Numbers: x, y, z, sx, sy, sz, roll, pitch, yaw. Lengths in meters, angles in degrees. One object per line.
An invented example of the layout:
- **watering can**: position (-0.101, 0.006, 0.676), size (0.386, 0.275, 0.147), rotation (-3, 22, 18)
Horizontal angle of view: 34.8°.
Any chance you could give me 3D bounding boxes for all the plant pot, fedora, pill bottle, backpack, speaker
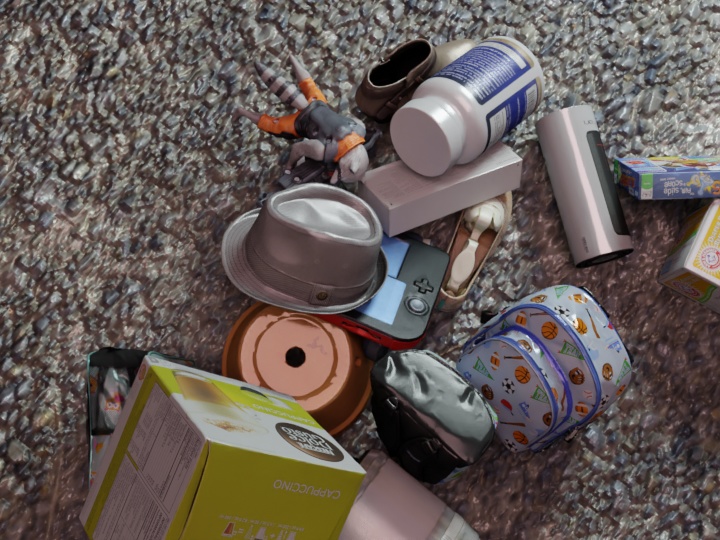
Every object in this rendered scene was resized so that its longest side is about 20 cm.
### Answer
- **plant pot**: position (-0.079, 0.114, 1.415), size (0.198, 0.140, 0.202), rotation (0, 79, 0)
- **fedora**: position (-0.054, -0.039, 1.322), size (0.198, 0.091, 0.178), rotation (13, 42, -10)
- **pill bottle**: position (0.134, -0.205, 1.442), size (0.116, 0.116, 0.200), rotation (47, 54, 7)
- **backpack**: position (0.084, 0.179, 1.373), size (0.163, 0.200, 0.154), rotation (40, 58, 15)
- **backpack**: position (-0.246, 0.200, 1.376), size (0.152, 0.176, 0.202), rotation (5, 82, 11)
- **backpack**: position (0.223, 0.114, 1.384), size (0.154, 0.190, 0.200), rotation (-31, 81, -44)
- **speaker**: position (0.289, -0.110, 1.495), size (0.081, 0.081, 0.202), rotation (-13, 79, -4)

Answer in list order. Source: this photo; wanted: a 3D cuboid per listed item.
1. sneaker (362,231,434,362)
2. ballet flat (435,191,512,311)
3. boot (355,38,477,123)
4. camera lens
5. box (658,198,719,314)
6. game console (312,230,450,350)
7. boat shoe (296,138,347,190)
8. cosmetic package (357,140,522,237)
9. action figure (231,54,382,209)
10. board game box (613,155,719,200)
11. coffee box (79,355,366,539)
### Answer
- **sneaker**: position (0.027, 0.027, 1.447), size (0.081, 0.070, 0.201), rotation (22, 49, 5)
- **ballet flat**: position (0.149, -0.040, 1.484), size (0.068, 0.067, 0.201), rotation (22, 79, 3)
- **boot**: position (0.080, -0.260, 1.484), size (0.200, 0.146, 0.070), rotation (-39, 80, -8)
- **camera lens**: position (0.034, 0.325, 1.366), size (0.200, 0.160, 0.160), rotation (39, 81, 6)
- **box**: position (0.498, 0.007, 1.457), size (0.199, 0.113, 0.102), rotation (28, 80, 1)
- **game console**: position (0.000, 0.000, 1.389), size (0.199, 0.031, 0.177), rotation (24, 48, 0)
- **boat shoe**: position (-0.051, -0.114, 1.491), size (0.070, 0.072, 0.202), rotation (12, 77, 6)
- **cosmetic package**: position (0.101, -0.112, 1.464), size (0.199, 0.051, 0.083), rotation (-21, 43, -21)
- **action figure**: position (-0.074, -0.164, 1.426), size (0.193, 0.105, 0.200), rotation (38, 64, 19)
- **board game box**: position (0.437, -0.121, 1.470), size (0.198, 0.135, 0.035), rotation (-2, 103, 0)
- **coffee box**: position (-0.149, 0.239, 1.213), size (0.199, 0.198, 0.201), rotation (19, 99, -34)
